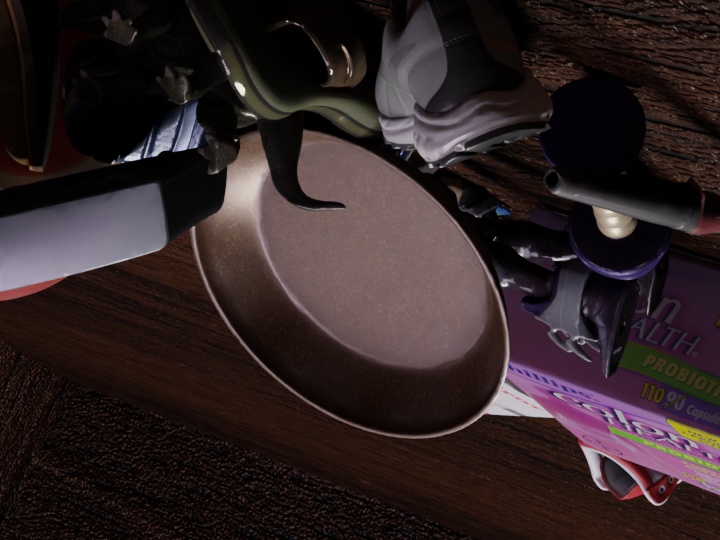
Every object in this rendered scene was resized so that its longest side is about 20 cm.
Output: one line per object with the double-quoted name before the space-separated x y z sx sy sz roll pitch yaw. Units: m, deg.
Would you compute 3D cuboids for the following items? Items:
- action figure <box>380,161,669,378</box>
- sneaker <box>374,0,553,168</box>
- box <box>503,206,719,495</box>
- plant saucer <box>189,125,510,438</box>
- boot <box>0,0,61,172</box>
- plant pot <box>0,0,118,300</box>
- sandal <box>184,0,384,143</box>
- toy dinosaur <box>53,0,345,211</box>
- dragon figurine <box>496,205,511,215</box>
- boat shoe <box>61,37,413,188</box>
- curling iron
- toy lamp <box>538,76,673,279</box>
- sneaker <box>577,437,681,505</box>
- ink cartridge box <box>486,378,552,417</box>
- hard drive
"action figure" 0.068 -0.012 1.424 0.199 0.130 0.070 20 124 24
"sneaker" 0.042 -0.097 1.160 0.073 0.080 0.200 -19 -173 -4
"box" 0.193 0.062 1.520 0.175 0.097 0.200 20 169 30
"plant saucer" 0.000 0.000 1.358 0.199 0.037 0.201 22 136 23
"boot" -0.199 -0.132 1.325 0.075 0.074 0.201 -2 137 3
"plant pot" -0.213 -0.091 1.487 0.199 0.202 0.177 27 162 -13
"sandal" -0.023 -0.114 1.241 0.201 0.057 0.080 9 -133 -59
"toy dinosaur" -0.078 -0.106 1.281 0.199 0.102 0.077 29 130 15
"dragon figurine" 0.052 -0.020 1.544 0.199 0.100 0.059 8 180 -33
"boat shoe" -0.065 -0.097 1.381 0.199 0.073 0.072 8 134 -22
"curling iron" 0.164 -0.028 1.192 0.199 0.026 0.049 14 -177 -36
"toy lamp" 0.126 -0.039 1.269 0.058 0.059 0.200 22 169 14
"sneaker" 0.230 0.122 1.705 0.199 0.113 0.071 29 170 -25
"ink cartridge box" 0.066 0.034 1.730 0.145 0.084 0.200 28 170 -15
"hard drive" -0.173 -0.021 1.301 0.198 0.043 0.135 -12 -171 15
